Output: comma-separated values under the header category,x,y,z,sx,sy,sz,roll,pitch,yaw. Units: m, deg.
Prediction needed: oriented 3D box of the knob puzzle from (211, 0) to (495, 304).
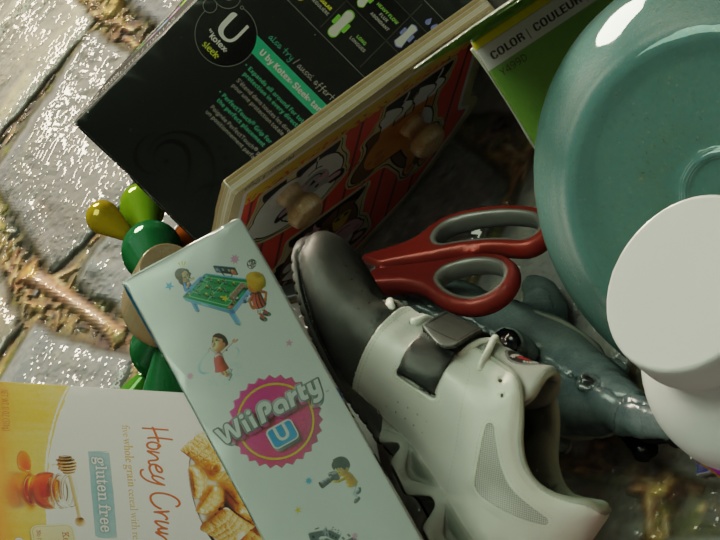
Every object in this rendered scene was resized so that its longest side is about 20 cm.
category,x,y,z,sx,sy,sz,roll,pitch,yaw
knob puzzle,-0.006,-0.033,1.265,0.220,0.220,0.030,-46,75,6

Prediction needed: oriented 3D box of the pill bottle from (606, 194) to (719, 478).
category,x,y,z,sx,sy,sz,roll,pitch,yaw
pill bottle,0.180,0.046,0.974,0.104,0.200,0.105,-22,52,31

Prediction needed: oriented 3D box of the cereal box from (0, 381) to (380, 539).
category,x,y,z,sx,sy,sz,roll,pitch,yaw
cereal box,-0.082,0.123,1.192,0.040,0.199,0.144,109,158,-43

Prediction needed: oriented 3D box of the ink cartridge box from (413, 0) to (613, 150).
category,x,y,z,sx,sy,sz,roll,pitch,yaw
ink cartridge box,0.125,-0.116,1.162,0.147,0.076,0.200,-32,0,22

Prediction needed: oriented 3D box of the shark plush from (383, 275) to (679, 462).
category,x,y,z,sx,sy,sz,roll,pitch,yaw
shark plush,0.079,0.054,1.161,0.091,0.083,0.200,-49,39,2

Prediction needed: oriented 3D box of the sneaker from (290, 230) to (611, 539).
category,x,y,z,sx,sy,sz,roll,pitch,yaw
sneaker,0.045,0.052,1.112,0.088,0.074,0.201,-38,73,17

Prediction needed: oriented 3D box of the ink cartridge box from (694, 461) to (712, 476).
category,x,y,z,sx,sy,sz,roll,pitch,yaw
ink cartridge box,0.222,-0.027,1.121,0.196,0.043,0.201,-25,45,28

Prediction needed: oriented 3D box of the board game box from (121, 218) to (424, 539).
category,x,y,z,sx,sy,sz,roll,pitch,yaw
board game box,-0.024,0.092,1.094,0.064,0.148,0.201,-29,74,-4

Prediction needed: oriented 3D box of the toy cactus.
category,x,y,z,sx,sy,sz,roll,pitch,yaw
toy cactus,-0.116,0.029,1.321,0.101,0.165,0.201,6,65,-5

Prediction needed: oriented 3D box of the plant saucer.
category,x,y,z,sx,sy,sz,roll,pitch,yaw
plant saucer,0.163,-0.036,1.066,0.199,0.036,0.202,5,103,24

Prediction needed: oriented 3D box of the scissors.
category,x,y,z,sx,sy,sz,roll,pitch,yaw
scissors,0.000,0.000,1.202,0.199,0.014,0.073,-4,42,29

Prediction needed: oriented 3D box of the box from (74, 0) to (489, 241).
category,x,y,z,sx,sy,sz,roll,pitch,yaw
box,-0.039,-0.119,1.334,0.200,0.124,0.149,-45,8,8
